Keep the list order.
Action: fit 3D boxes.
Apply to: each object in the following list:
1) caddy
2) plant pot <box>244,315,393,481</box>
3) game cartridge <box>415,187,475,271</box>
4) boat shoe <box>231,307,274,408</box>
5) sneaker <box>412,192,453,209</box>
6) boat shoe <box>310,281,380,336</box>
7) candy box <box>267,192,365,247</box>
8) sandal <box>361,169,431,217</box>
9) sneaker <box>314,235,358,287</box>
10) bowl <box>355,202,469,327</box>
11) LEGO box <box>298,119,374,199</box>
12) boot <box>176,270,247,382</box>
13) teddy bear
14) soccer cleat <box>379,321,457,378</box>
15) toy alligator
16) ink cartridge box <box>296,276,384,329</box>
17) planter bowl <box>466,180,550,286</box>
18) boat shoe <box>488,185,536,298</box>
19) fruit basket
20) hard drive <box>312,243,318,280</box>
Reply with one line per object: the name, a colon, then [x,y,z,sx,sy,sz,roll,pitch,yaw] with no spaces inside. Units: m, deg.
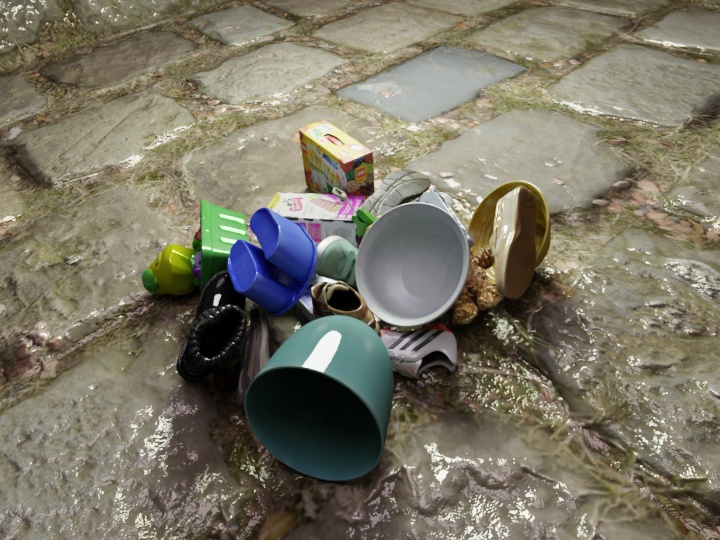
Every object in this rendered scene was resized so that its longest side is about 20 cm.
caddy: [-0.143,-0.014,0.961,0.143,0.104,0.200,-53,33,10]
plant pot: [-0.040,0.161,0.802,0.196,0.205,0.162,8,34,16]
game cartridge: [0.128,-0.061,1.069,0.133,0.041,0.202,-42,34,15]
boat shoe: [-0.179,0.139,0.931,0.071,0.076,0.202,-10,39,-6]
sneaker: [0.108,-0.108,1.186,0.195,0.079,0.101,-9,44,-3]
boat shoe: [-0.030,0.053,0.934,0.075,0.075,0.199,-28,29,-18]
candy box: [-0.092,-0.107,1.163,0.194,0.062,0.137,2,28,6]
sandal: [0.066,-0.137,1.138,0.081,0.055,0.200,33,57,15]
sneaker: [0.000,0.000,1.010,0.117,0.075,0.199,30,10,28]
bowl: [0.097,-0.002,0.947,0.197,0.090,0.207,-7,75,25]
LEGO box: [-0.053,-0.227,1.282,0.076,0.152,0.200,-25,43,-23]
boot: [-0.226,0.073,0.919,0.078,0.158,0.215,22,60,-16]
teddy bear: [0.183,0.012,1.021,0.143,0.067,0.203,-29,37,30]
soccer cleat: [0.061,0.136,0.915,0.194,0.070,0.086,-6,46,-3]
toy alligator: [0.019,-0.072,1.043,0.198,0.055,0.059,36,32,1]
ink cartridge box: [-0.050,0.066,1.029,0.093,0.038,0.200,-26,46,-23]
planter bowl: [0.293,-0.058,1.064,0.082,0.202,0.202,18,27,-33]
boat shoe: [0.256,-0.044,0.976,0.069,0.073,0.204,-17,52,53]
fruit basket: [-0.319,-0.024,1.093,0.210,0.158,0.217,9,32,-6]
hard drive: [-0.129,-0.041,1.136,0.128,0.027,0.201,2,28,9]
